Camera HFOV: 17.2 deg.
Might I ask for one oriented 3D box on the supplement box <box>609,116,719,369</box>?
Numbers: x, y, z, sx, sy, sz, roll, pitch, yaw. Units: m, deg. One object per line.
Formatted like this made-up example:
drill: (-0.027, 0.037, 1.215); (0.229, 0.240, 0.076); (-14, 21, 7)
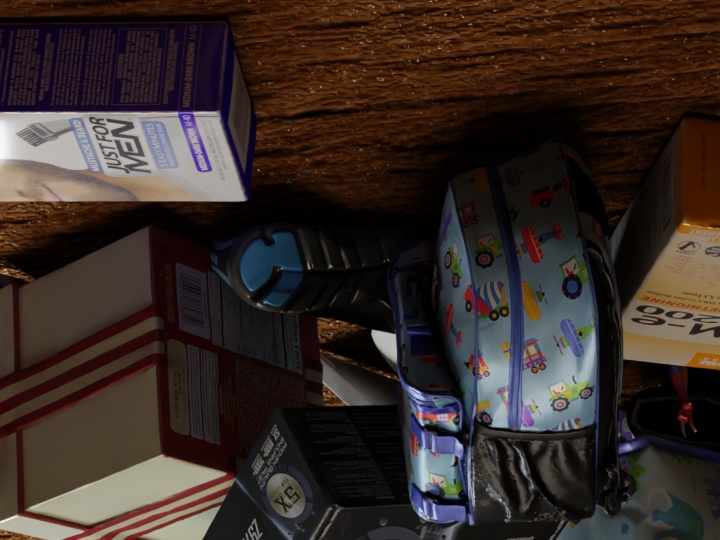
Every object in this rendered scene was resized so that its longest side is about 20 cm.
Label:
supplement box: (0.226, -0.009, 1.444); (0.126, 0.074, 0.200); (6, 155, -6)

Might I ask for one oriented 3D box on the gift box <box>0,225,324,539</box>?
gift box: (-0.152, 0.079, 1.559); (0.187, 0.185, 0.200); (-24, 145, 36)

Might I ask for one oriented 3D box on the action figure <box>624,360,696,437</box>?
action figure: (0.166, 0.081, 1.621); (0.065, 0.099, 0.200); (13, 150, -20)

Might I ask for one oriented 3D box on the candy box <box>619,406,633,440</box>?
candy box: (0.283, 0.187, 1.740); (0.200, 0.168, 0.072); (-1, 155, 7)

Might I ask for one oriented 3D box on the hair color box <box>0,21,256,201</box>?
hair color box: (-0.166, -0.087, 1.341); (0.200, 0.065, 0.109); (1, 155, 8)

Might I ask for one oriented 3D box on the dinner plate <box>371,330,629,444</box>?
dinner plate: (0.093, 0.093, 1.626); (0.200, 0.024, 0.200); (24, 168, 6)

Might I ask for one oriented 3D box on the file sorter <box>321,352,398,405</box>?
file sorter: (0.046, 0.164, 1.703); (0.200, 0.125, 0.139); (22, -171, -34)

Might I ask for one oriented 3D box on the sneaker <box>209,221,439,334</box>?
sneaker: (0.000, 0.000, 1.521); (0.200, 0.073, 0.082); (12, -179, -26)

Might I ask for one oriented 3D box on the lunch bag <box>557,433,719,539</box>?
lunch bag: (0.232, 0.215, 1.602); (0.200, 0.170, 0.127); (17, 154, -36)

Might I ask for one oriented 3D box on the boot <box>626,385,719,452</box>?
boot: (0.285, 0.120, 1.674); (0.200, 0.073, 0.090); (4, 173, 13)

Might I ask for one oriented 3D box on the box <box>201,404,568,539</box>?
box: (0.014, 0.169, 1.510); (0.200, 0.086, 0.164); (2, 132, -36)

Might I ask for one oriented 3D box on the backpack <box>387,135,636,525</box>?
backpack: (0.086, 0.029, 1.393); (0.134, 0.183, 0.200); (-5, 132, -1)
